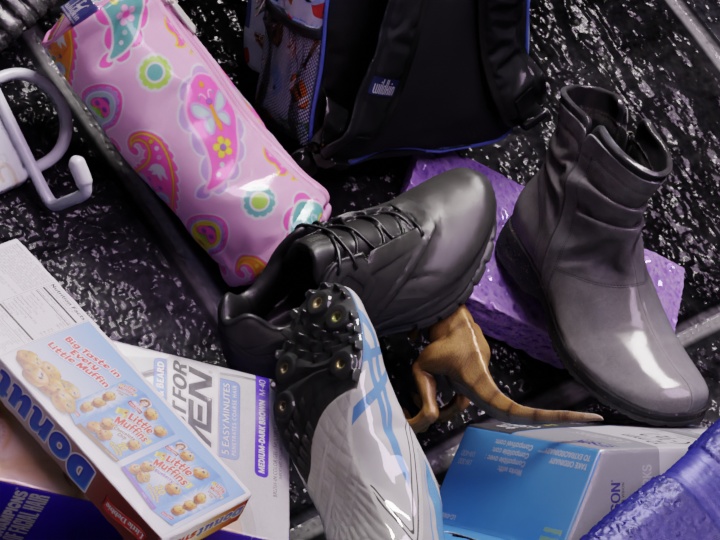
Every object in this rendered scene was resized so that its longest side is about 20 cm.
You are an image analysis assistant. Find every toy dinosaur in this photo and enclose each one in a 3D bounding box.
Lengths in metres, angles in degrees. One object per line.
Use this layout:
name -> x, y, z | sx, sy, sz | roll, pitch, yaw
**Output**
toy dinosaur -> 0.059, 0.055, 1.507 | 0.060, 0.106, 0.200 | 12, 34, -30

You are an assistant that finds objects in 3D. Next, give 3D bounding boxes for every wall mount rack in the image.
wall mount rack -> -0.242, -0.094, 1.452 | 0.200, 0.075, 0.174 | -30, 97, -37

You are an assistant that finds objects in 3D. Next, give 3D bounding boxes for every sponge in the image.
sponge -> 0.110, 0.001, 1.639 | 0.200, 0.030, 0.112 | 26, 48, -10

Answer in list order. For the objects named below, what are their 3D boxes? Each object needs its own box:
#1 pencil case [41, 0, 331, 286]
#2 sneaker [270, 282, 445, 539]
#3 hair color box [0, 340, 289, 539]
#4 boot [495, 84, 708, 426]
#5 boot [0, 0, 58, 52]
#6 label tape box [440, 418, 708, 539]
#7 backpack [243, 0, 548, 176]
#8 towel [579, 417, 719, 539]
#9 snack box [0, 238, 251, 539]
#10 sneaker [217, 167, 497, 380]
pencil case -> -0.102, -0.087, 1.516 | 0.200, 0.087, 0.087 | 53, 47, -10
sneaker -> 0.005, 0.103, 1.415 | 0.072, 0.072, 0.200 | 11, 59, -51
hair color box -> -0.139, 0.098, 1.407 | 0.200, 0.065, 0.109 | 13, 51, -19
boot -> 0.155, -0.012, 1.536 | 0.070, 0.132, 0.200 | -9, 46, -36
boot -> -0.278, -0.175, 1.516 | 0.211, 0.079, 0.158 | -41, 111, -16
label tape box -> 0.127, 0.123, 1.481 | 0.200, 0.143, 0.066 | 2, 91, -29
backpack -> 0.022, -0.175, 1.604 | 0.200, 0.191, 0.154 | -13, 39, -37
towel -> 0.203, 0.170, 1.397 | 0.200, 0.050, 0.148 | -36, 84, -30
snack box -> -0.148, 0.066, 1.354 | 0.200, 0.024, 0.072 | 46, 38, 18
sneaker -> 0.000, 0.000, 1.489 | 0.200, 0.091, 0.076 | -41, 49, -19
